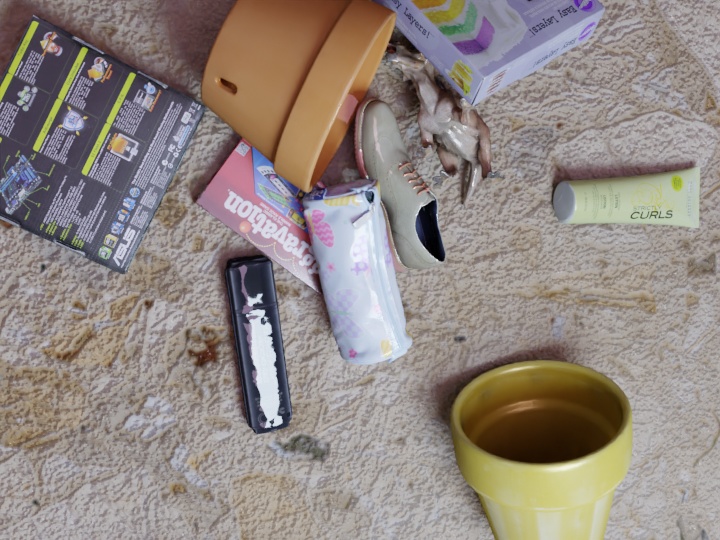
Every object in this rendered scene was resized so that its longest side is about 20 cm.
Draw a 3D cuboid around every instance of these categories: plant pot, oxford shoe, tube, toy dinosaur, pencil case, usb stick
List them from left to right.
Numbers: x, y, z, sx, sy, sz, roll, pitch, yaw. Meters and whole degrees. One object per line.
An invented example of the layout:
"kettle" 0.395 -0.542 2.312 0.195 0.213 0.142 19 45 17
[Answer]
"usb stick" -0.113 0.082 1.000 0.055 0.033 0.201 -11 100 -21
"plant pot" -0.068 -0.199 0.902 0.140 0.200 0.201 28 90 -1
"pencil case" 0.000 0.000 0.970 0.083 0.090 0.201 -30 114 -50
"oxford shoe" 0.051 -0.096 0.989 0.071 0.074 0.201 -32 111 -40
"toy dinosaur" 0.106 -0.170 1.005 0.086 0.136 0.200 -19 130 19
"plant pot" 0.213 0.235 1.035 0.200 0.201 0.190 -17 117 -12
"tube" 0.334 -0.088 1.092 0.199 0.052 0.058 -3 138 -20

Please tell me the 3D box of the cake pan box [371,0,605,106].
"cake pan box" 0.132 -0.287 0.944 0.200 0.052 0.184 -32 75 -25

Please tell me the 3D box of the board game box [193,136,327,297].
"board game box" -0.075 -0.058 0.999 0.200 0.019 0.103 37 88 -17

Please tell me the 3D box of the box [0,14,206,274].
"box" -0.287 -0.125 0.919 0.193 0.048 0.201 26 91 -14
